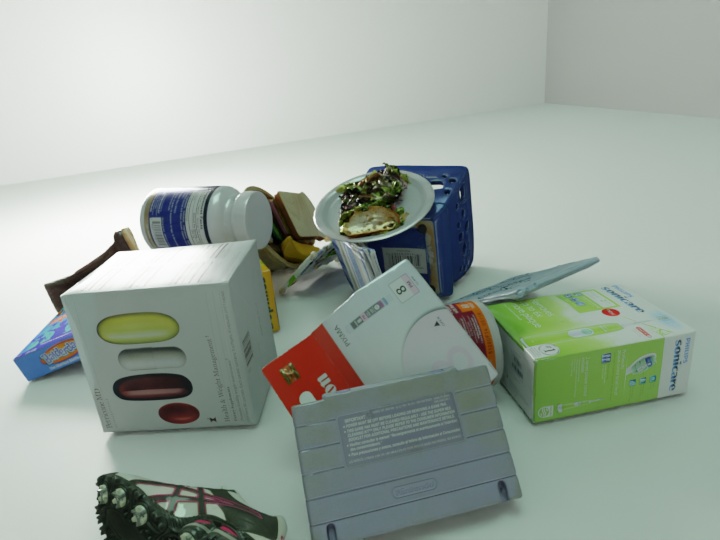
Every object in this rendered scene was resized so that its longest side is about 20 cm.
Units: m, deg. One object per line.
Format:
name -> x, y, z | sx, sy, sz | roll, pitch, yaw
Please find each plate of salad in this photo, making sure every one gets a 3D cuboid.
plate of salad -> 0.018, -0.115, 0.844 | 0.197, 0.049, 0.202 | -11, 39, 8

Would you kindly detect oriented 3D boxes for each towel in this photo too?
towel -> 0.000, 0.000, 0.876 | 0.024, 0.149, 0.200 | -26, 26, -11

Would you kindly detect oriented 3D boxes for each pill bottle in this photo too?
pill bottle -> 0.064, 0.106, 0.652 | 0.197, 0.111, 0.110 | -9, 22, -9
pill bottle -> -0.257, -0.083, 0.893 | 0.197, 0.118, 0.116 | 1, 23, 18

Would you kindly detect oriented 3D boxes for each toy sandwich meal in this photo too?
toy sandwich meal -> -0.143, -0.092, 1.019 | 0.070, 0.206, 0.206 | -32, 15, 19

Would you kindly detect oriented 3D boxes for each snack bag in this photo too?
snack bag -> 0.239, 0.027, 0.810 | 0.186, 0.022, 0.199 | -18, -3, -29

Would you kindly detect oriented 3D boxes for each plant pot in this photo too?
plant pot -> 0.091, -0.064, 0.954 | 0.197, 0.203, 0.180 | 3, 31, 21

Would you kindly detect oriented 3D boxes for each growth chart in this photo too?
growth chart -> -0.062, -0.031, 1.024 | 0.199, 0.018, 0.145 | -32, -11, -49

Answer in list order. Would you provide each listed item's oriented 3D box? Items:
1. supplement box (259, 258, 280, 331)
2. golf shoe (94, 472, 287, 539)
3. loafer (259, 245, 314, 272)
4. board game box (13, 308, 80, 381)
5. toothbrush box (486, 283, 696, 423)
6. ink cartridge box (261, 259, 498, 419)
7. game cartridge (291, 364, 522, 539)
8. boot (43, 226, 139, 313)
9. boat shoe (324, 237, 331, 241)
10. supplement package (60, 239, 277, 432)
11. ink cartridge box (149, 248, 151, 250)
supplement box -> -0.223, 0.030, 0.911 | 0.108, 0.111, 0.200 | -15, 24, -21
golf shoe -> -0.161, 0.233, 0.484 | 0.197, 0.079, 0.088 | 10, 7, 28
loafer -> -0.185, -0.035, 1.101 | 0.197, 0.077, 0.068 | -14, 18, -20
board game box -> -0.447, 0.085, 0.876 | 0.150, 0.045, 0.200 | -22, 22, 3
toothbrush box -> 0.273, 0.095, 0.660 | 0.197, 0.087, 0.146 | -7, 22, -7
ink cartridge box -> 0.020, 0.106, 0.562 | 0.199, 0.057, 0.163 | -32, 74, -23
game cartridge -> 0.041, 0.169, 0.502 | 0.197, 0.132, 0.038 | -9, -22, -9
boot -> -0.479, 0.009, 0.958 | 0.164, 0.201, 0.073 | -19, 65, -28
boat shoe -> -0.017, -0.072, 1.157 | 0.073, 0.067, 0.199 | -25, 14, -36
supplement package -> -0.227, 0.081, 0.680 | 0.196, 0.194, 0.147 | -5, 21, 5
ink cartridge box -> -0.317, -0.053, 1.056 | 0.200, 0.085, 0.145 | -46, 34, -14
